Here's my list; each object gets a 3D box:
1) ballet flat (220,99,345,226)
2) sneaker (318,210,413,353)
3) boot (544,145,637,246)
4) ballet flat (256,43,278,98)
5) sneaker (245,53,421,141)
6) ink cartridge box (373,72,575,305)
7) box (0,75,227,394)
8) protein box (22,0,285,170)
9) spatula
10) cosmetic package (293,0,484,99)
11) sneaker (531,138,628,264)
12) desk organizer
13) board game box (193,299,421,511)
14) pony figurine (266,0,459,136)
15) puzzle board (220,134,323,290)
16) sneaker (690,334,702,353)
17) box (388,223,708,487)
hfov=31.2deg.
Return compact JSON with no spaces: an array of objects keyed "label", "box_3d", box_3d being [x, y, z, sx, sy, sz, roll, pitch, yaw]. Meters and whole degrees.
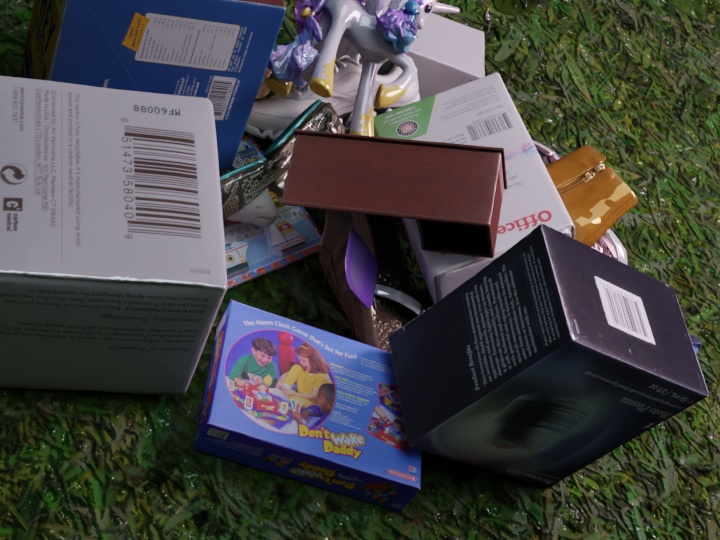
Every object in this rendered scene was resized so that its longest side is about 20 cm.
[{"label":"ballet flat","box_3d":[-0.084,-0.090,1.257,0.199,0.068,0.076,-39,99,-29]},{"label":"sneaker","box_3d":[0.000,0.000,1.266,0.070,0.075,0.203,9,70,-48]},{"label":"boot","box_3d":[0.183,-0.088,1.361,0.144,0.071,0.201,-39,55,-11]},{"label":"ballet flat","box_3d":[-0.124,-0.236,1.368,0.070,0.066,0.201,32,16,-23]},{"label":"sneaker","box_3d":[-0.032,-0.183,1.346,0.197,0.082,0.075,-9,30,-11]},{"label":"ink cartridge box","box_3d":[0.108,-0.075,1.268,0.143,0.088,0.202,-19,57,-3]},{"label":"box","box_3d":[-0.226,-0.026,1.076,0.197,0.172,0.202,4,55,-18]},{"label":"protein box","box_3d":[-0.202,-0.220,1.221,0.197,0.200,0.136,3,45,-24]},{"label":"spatula","box_3d":[0.043,0.032,1.229,0.199,0.020,0.057,37,50,-38]},{"label":"cosmetic package","box_3d":[0.028,-0.233,1.427,0.197,0.113,0.082,17,49,-12]},{"label":"sneaker","box_3d":[0.196,-0.053,1.400,0.115,0.076,0.201,-28,71,-37]},{"label":"desk organizer","box_3d":[0.031,-0.070,1.185,0.197,0.072,0.078,7,66,12]},{"label":"board game box","box_3d":[-0.040,0.120,1.156,0.197,0.045,0.136,19,48,-14]},{"label":"pony figurine","box_3d":[-0.011,-0.248,1.265,0.191,0.166,0.202,31,67,-9]},{"label":"puzzle board","box_3d":[-0.142,-0.053,1.259,0.198,0.017,0.151,-24,68,-38]},{"label":"sneaker","box_3d":[0.296,0.104,1.337,0.073,0.083,0.199,22,22,25]},{"label":"box","box_3d":[0.166,0.086,1.155,0.198,0.198,0.125,21,46,-37]}]
